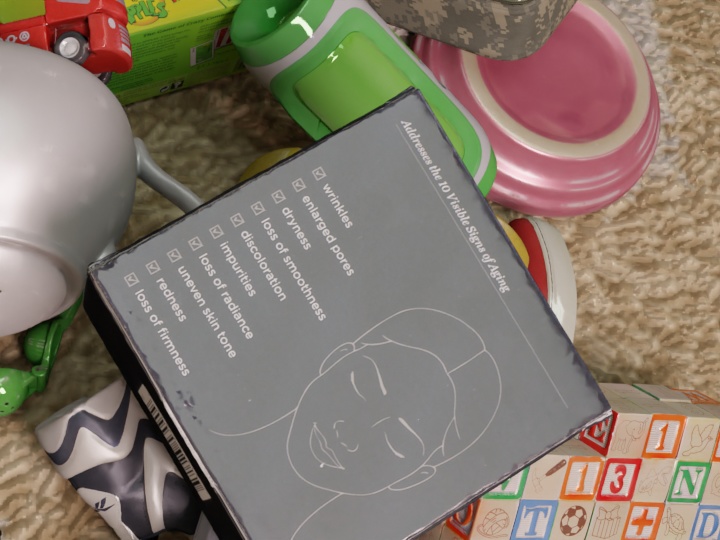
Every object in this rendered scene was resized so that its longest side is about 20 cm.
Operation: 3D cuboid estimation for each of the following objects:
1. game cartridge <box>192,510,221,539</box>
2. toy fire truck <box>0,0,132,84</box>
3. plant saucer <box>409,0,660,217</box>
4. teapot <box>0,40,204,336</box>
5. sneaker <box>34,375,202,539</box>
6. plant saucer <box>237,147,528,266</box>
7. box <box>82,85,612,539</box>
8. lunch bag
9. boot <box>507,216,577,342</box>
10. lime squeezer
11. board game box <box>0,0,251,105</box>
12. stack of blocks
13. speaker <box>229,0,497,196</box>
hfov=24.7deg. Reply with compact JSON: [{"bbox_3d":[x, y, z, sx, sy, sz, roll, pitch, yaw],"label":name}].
[{"bbox_3d":[-0.015,0.211,0.926,0.200,0.040,0.134,31,45,-18],"label":"game cartridge"},{"bbox_3d":[-0.239,-0.167,0.980,0.200,0.049,0.141,-11,77,9],"label":"toy fire truck"},{"bbox_3d":[0.134,-0.138,1.206,0.200,0.051,0.201,8,64,-17],"label":"plant saucer"},{"bbox_3d":[-0.215,-0.026,0.936,0.197,0.200,0.146,29,45,-50],"label":"teapot"},{"bbox_3d":[-0.088,0.104,1.006,0.199,0.079,0.130,-33,96,-45],"label":"sneaker"},{"bbox_3d":[0.000,0.000,1.011,0.200,0.049,0.200,18,40,4],"label":"plant saucer"},{"bbox_3d":[-0.012,0.045,0.864,0.196,0.124,0.200,-30,87,-14],"label":"box"},{"bbox_3d":[0.057,-0.262,1.136,0.200,0.168,0.139,24,55,24],"label":"lunch bag"},{"bbox_3d":[0.063,0.047,1.086,0.144,0.072,0.200,11,67,-13],"label":"boot"},{"bbox_3d":[-0.215,0.049,1.011,0.071,0.038,0.200,31,55,33],"label":"lime squeezer"},{"bbox_3d":[-0.147,-0.155,1.084,0.200,0.102,0.048,-20,73,-26],"label":"board game box"},{"bbox_3d":[0.140,0.132,1.022,0.200,0.059,0.115,5,104,-31],"label":"stack of blocks"},{"bbox_3d":[0.005,-0.113,1.082,0.200,0.088,0.089,43,54,-35],"label":"speaker"}]
